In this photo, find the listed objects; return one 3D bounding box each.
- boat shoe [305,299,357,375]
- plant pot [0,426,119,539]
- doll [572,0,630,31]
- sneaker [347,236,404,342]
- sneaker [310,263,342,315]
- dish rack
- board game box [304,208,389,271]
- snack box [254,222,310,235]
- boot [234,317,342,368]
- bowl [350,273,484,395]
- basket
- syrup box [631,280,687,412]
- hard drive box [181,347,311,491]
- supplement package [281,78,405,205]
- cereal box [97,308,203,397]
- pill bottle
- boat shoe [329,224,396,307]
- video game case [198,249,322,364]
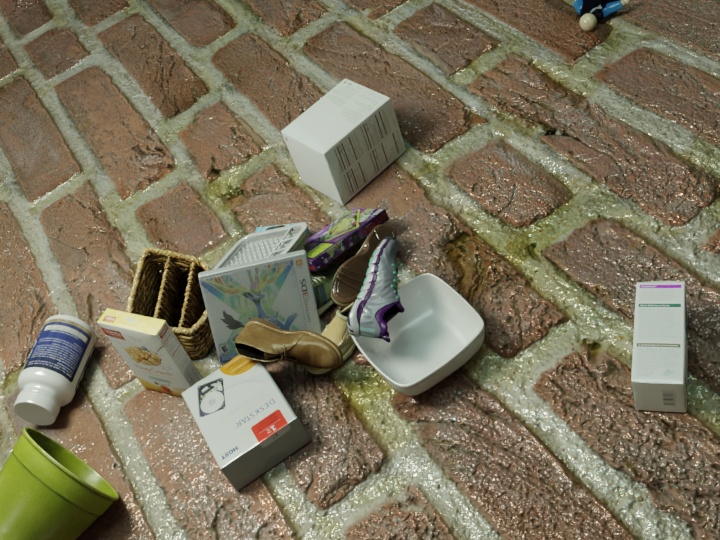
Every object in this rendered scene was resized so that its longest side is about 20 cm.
[{"bbox_3d":[-0.032,0.102,1.660,0.200,0.076,0.071,-45,51,-17],"label":"boat shoe"},{"bbox_3d":[-0.545,0.403,1.527,0.199,0.201,0.194,26,74,38],"label":"plant pot"},{"bbox_3d":[0.568,-0.632,2.126,0.135,0.049,0.201,17,57,35],"label":"doll"},{"bbox_3d":[0.048,0.036,1.604,0.087,0.075,0.202,15,65,16],"label":"sneaker"},{"bbox_3d":[-0.105,0.040,1.736,0.067,0.090,0.200,17,56,46],"label":"sneaker"},{"bbox_3d":[-0.197,-0.018,1.772,0.198,0.044,0.172,-8,35,40],"label":"dish rack"},{"bbox_3d":[-0.050,-0.064,1.803,0.199,0.033,0.119,-36,27,-27],"label":"board game box"},{"bbox_3d":[-0.175,-0.011,1.856,0.115,0.037,0.202,-5,47,16],"label":"snack box"},{"bbox_3d":[-0.128,0.144,1.595,0.198,0.074,0.076,12,30,20],"label":"boot"},{"bbox_3d":[0.104,0.121,1.590,0.199,0.075,0.200,-34,45,-12],"label":"bowl"},{"bbox_3d":[-0.355,0.059,1.785,0.141,0.150,0.201,-10,45,14],"label":"basket"},{"bbox_3d":[0.475,0.117,1.436,0.080,0.079,0.201,0,48,22],"label":"syrup box"},{"bbox_3d":[-0.201,0.255,1.589,0.155,0.077,0.200,-33,45,-9],"label":"hard drive box"},{"bbox_3d":[-0.034,-0.280,1.970,0.200,0.151,0.151,-42,48,-19],"label":"supplement package"},{"bbox_3d":[-0.378,0.156,1.665,0.142,0.201,0.040,8,51,29],"label":"cereal box"},{"bbox_3d":[-0.602,0.196,1.784,0.110,0.112,0.201,-5,47,18],"label":"pill bottle"},{"bbox_3d":[0.005,0.004,1.748,0.074,0.075,0.203,37,57,6],"label":"boat shoe"},{"bbox_3d":[-0.179,0.068,1.659,0.197,0.184,0.022,-12,24,-5],"label":"video game case"}]
